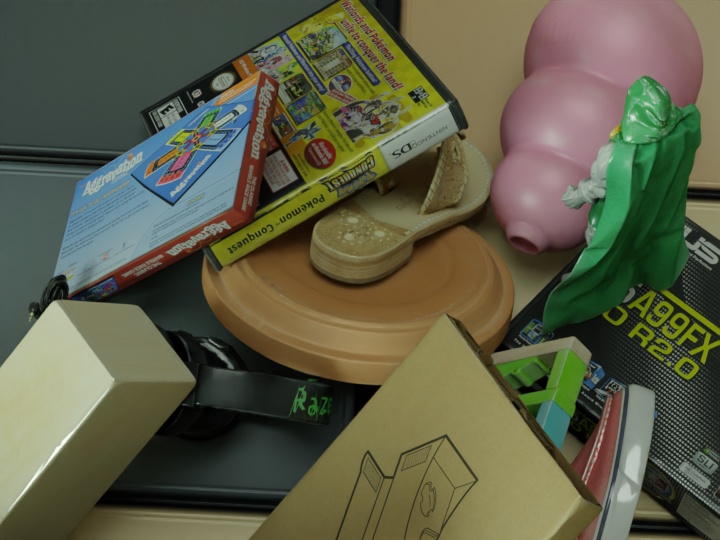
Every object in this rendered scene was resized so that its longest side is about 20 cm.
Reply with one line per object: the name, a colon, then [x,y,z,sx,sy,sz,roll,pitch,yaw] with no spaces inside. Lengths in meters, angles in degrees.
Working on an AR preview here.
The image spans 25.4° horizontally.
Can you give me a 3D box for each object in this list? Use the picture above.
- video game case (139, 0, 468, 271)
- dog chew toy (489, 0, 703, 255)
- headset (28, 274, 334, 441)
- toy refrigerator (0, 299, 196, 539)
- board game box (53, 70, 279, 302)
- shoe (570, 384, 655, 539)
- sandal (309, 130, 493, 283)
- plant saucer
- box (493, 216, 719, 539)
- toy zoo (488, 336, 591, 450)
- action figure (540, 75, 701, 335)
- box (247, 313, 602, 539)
video game case: [-0.044,-0.099,1.051,0.180,0.026,0.200,-30,35,-1]
dog chew toy: [0.151,-0.099,1.079,0.124,0.125,0.200,24,69,12]
headset: [-0.112,0.056,0.973,0.199,0.123,0.094,5,83,20]
toy refrigerator: [-0.191,0.108,0.905,0.200,0.076,0.070,-49,65,19]
board game box: [-0.128,-0.045,1.011,0.019,0.200,0.103,29,54,-33]
shoe: [0.107,0.154,0.932,0.091,0.071,0.201,16,80,9]
sandal: [0.037,-0.068,1.031,0.077,0.070,0.212,23,35,17]
plant saucer: [0.000,0.000,1.014,0.200,0.032,0.201,7,32,-4]
box: [0.209,0.061,1.024,0.200,0.044,0.160,39,67,20]
toy zoo: [0.056,0.134,0.935,0.020,0.131,0.200,42,54,-27]
action figure: [0.160,-0.045,0.945,0.118,0.200,0.055,-31,64,-19]
box: [0.025,0.147,0.889,0.200,0.021,0.164,-50,43,13]
